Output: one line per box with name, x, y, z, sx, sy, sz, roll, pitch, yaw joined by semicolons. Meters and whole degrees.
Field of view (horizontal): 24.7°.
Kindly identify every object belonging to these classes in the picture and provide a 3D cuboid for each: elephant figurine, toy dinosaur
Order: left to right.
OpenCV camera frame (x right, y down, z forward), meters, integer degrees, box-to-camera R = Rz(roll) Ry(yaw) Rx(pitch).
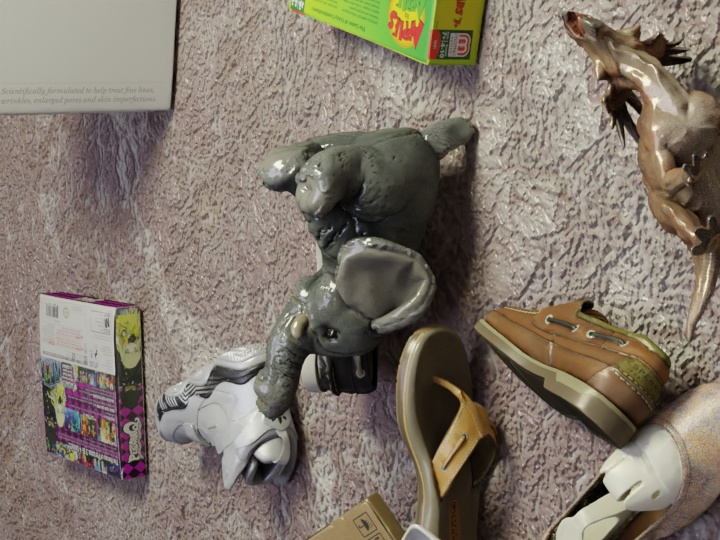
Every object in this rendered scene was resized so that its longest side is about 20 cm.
elephant figurine;0.000;0.000;1.237;0.154;0.141;0.202;-1;104;40
toy dinosaur;0.195;-0.066;1.002;0.135;0.085;0.202;30;135;62

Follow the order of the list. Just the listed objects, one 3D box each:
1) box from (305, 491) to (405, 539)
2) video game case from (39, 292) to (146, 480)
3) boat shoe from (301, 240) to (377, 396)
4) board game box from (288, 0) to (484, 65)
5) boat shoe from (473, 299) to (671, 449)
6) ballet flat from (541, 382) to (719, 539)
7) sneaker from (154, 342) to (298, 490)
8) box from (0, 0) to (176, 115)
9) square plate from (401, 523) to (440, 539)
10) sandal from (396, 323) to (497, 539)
box;0.012;0.292;1.269;0.163;0.021;0.201;-38;84;35
video game case;-0.293;0.121;1.783;0.199;0.035;0.184;5;98;56
boat shoe;-0.006;0.000;1.320;0.060;0.074;0.203;3;79;15
board game box;0.020;-0.231;1.265;0.199;0.047;0.103;31;120;51
boat shoe;0.146;0.058;1.106;0.068;0.072;0.200;-49;27;-3
ballet flat;0.176;0.148;1.062;0.068;0.067;0.201;60;138;32
sneaker;-0.123;0.150;1.499;0.200;0.074;0.116;-36;62;48
box;-0.291;-0.261;1.588;0.130;0.197;0.202;25;114;52
square plate;0.080;0.310;1.198;0.199;0.028;0.199;38;123;18
sandal;0.072;0.139;1.214;0.054;0.080;0.203;-2;94;40
